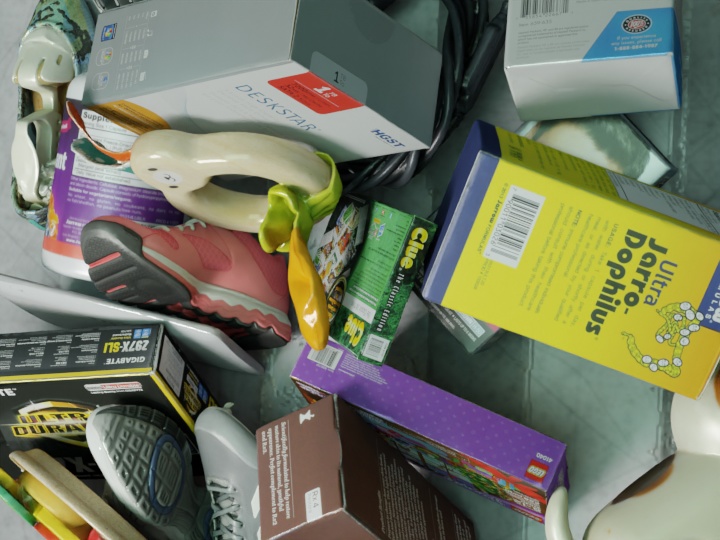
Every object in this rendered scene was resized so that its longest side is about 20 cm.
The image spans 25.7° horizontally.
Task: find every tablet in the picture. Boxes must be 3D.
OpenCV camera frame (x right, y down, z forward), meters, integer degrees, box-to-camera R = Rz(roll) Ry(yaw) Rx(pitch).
[{"bbox_3d":[-0.182,0.044,1.228,0.200,0.130,0.014,13,77,17],"label":"tablet"}]

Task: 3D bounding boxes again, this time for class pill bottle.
[{"bbox_3d":[-0.180,-0.092,1.232,0.111,0.111,0.200,11,94,17],"label":"pill bottle"}]

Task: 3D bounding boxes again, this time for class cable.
[{"bbox_3d":[0.016,-0.151,1.178,0.163,0.051,0.200,26,91,30],"label":"cable"}]

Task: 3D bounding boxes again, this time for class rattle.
[{"bbox_3d":[-0.119,-0.030,1.107,0.200,0.130,0.143,12,83,-21],"label":"rattle"}]

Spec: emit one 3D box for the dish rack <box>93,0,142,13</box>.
[{"bbox_3d":[-0.121,-0.265,1.190,0.200,0.055,0.154,-21,79,-20],"label":"dish rack"}]

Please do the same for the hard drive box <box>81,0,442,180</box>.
[{"bbox_3d":[-0.069,-0.135,1.112,0.200,0.156,0.077,-7,67,39],"label":"hard drive box"}]

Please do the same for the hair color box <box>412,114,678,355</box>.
[{"bbox_3d":[0.125,-0.041,1.164,0.200,0.061,0.099,-44,79,13],"label":"hair color box"}]

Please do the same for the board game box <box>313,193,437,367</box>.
[{"bbox_3d":[0.000,0.000,1.139,0.023,0.200,0.105,23,93,-17],"label":"board game box"}]

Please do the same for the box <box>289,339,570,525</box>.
[{"bbox_3d":[0.054,0.118,1.148,0.200,0.137,0.039,23,76,16],"label":"box"}]

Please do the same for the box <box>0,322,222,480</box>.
[{"bbox_3d":[-0.217,0.106,1.225,0.200,0.160,0.049,-4,56,17],"label":"box"}]

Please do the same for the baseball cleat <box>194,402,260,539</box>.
[{"bbox_3d":[-0.087,0.203,1.185,0.070,0.106,0.200,-2,122,52],"label":"baseball cleat"}]

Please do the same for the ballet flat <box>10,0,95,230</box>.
[{"bbox_3d":[-0.252,-0.132,1.276,0.074,0.074,0.200,-1,90,17],"label":"ballet flat"}]

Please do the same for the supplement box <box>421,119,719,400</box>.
[{"bbox_3d":[0.152,-0.009,1.069,0.200,0.109,0.110,20,106,-3],"label":"supplement box"}]

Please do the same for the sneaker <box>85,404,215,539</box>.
[{"bbox_3d":[-0.165,0.168,1.203,0.087,0.200,0.075,6,54,27],"label":"sneaker"}]

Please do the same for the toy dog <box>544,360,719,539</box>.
[{"bbox_3d":[0.242,0.154,1.099,0.194,0.140,0.200,26,86,8],"label":"toy dog"}]

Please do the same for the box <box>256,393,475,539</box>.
[{"bbox_3d":[0.010,0.187,1.124,0.075,0.200,0.100,-25,43,19],"label":"box"}]

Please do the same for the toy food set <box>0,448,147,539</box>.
[{"bbox_3d":[-0.201,0.209,1.208,0.198,0.200,0.049,36,75,21],"label":"toy food set"}]

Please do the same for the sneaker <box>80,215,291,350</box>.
[{"bbox_3d":[-0.129,-0.008,1.189,0.074,0.200,0.087,-13,59,39],"label":"sneaker"}]

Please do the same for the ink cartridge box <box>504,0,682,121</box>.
[{"bbox_3d":[0.169,-0.208,1.118,0.116,0.067,0.200,-3,59,18],"label":"ink cartridge box"}]
